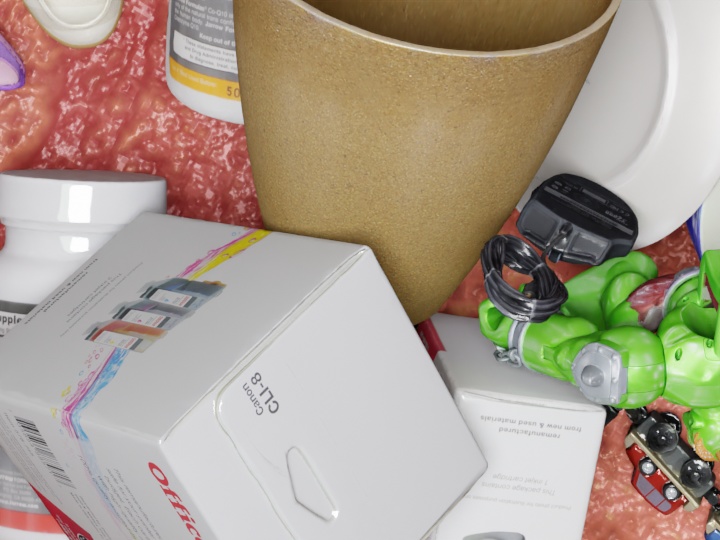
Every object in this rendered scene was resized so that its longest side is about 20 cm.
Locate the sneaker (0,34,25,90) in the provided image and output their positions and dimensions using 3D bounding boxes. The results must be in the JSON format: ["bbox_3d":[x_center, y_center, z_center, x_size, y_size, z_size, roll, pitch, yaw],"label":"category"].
[{"bbox_3d":[-0.260,-0.067,1.151,0.088,0.081,0.201,36,95,-10],"label":"sneaker"}]

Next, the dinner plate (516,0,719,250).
[{"bbox_3d":[0.121,-0.109,1.087,0.024,0.199,0.202,-5,98,-39],"label":"dinner plate"}]

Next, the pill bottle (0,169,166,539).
[{"bbox_3d":[-0.156,0.047,1.138,0.115,0.116,0.202,2,96,2],"label":"pill bottle"}]

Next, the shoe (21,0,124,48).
[{"bbox_3d":[-0.180,-0.222,1.139,0.069,0.053,0.202,-14,96,4],"label":"shoe"}]

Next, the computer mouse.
[{"bbox_3d":[0.092,-0.005,0.987,0.058,0.200,0.034,29,112,9],"label":"computer mouse"}]

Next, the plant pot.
[{"bbox_3d":[0.018,-0.076,1.007,0.185,0.187,0.201,11,129,1],"label":"plant pot"}]

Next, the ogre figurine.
[{"bbox_3d":[0.166,0.032,1.015,0.199,0.120,0.099,16,105,-9],"label":"ogre figurine"}]

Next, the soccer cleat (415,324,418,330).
[{"bbox_3d":[0.001,0.000,1.164,0.083,0.065,0.202,24,102,29],"label":"soccer cleat"}]

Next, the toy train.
[{"bbox_3d":[0.177,0.115,1.172,0.046,0.034,0.200,-43,90,18],"label":"toy train"}]

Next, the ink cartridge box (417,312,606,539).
[{"bbox_3d":[0.063,0.140,1.110,0.085,0.148,0.202,6,105,-9],"label":"ink cartridge box"}]

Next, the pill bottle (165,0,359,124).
[{"bbox_3d":[-0.043,-0.186,1.085,0.115,0.117,0.201,6,113,1],"label":"pill bottle"}]

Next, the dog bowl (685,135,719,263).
[{"bbox_3d":[0.270,-0.051,1.089,0.198,0.079,0.201,-1,122,-2],"label":"dog bowl"}]

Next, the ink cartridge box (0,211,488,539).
[{"bbox_3d":[-0.068,0.076,1.009,0.145,0.199,0.146,-43,120,-25],"label":"ink cartridge box"}]
